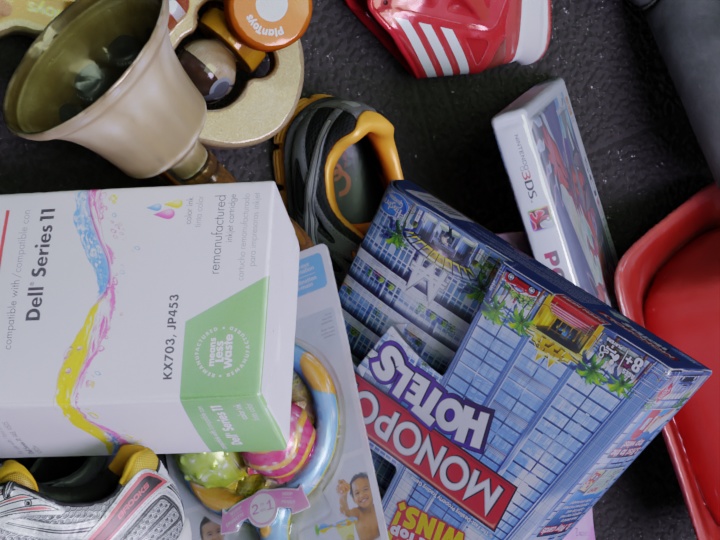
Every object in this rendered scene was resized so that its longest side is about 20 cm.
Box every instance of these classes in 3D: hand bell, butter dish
[{"bbox_3d":[-0.080,-0.048,0.977,0.200,0.104,0.105,46,69,-36],"label":"hand bell"},{"bbox_3d":[0.260,0.049,1.118,0.200,0.147,0.201,-31,104,-55],"label":"butter dish"}]

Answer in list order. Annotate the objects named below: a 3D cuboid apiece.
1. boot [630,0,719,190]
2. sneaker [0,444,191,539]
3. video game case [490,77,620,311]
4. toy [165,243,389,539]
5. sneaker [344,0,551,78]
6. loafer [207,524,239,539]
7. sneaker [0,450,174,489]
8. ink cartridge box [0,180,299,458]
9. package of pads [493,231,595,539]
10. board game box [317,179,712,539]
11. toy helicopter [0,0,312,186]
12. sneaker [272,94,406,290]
[{"bbox_3d":[0.191,-0.129,1.125,0.180,0.073,0.202,-3,70,-26],"label":"boot"},{"bbox_3d":[-0.177,0.131,0.883,0.198,0.078,0.083,-13,98,-19],"label":"sneaker"},{"bbox_3d":[0.123,-0.012,1.070,0.023,0.200,0.184,-16,97,15],"label":"video game case"},{"bbox_3d":[-0.054,0.093,0.948,0.047,0.114,0.202,27,46,-64],"label":"toy"},{"bbox_3d":[0.047,-0.198,1.066,0.115,0.078,0.202,-18,117,-21],"label":"sneaker"},{"bbox_3d":[-0.017,0.156,1.053,0.199,0.071,0.074,7,70,-41],"label":"loafer"},{"bbox_3d":[-0.165,0.157,0.958,0.099,0.070,0.201,48,60,-49],"label":"sneaker"},{"bbox_3d":[-0.134,0.026,0.927,0.198,0.067,0.118,-3,63,10],"label":"ink cartridge box"},{"bbox_3d":[0.081,0.085,1.054,0.075,0.120,0.202,-7,80,15],"label":"package of pads"},{"bbox_3d":[0.043,0.086,0.963,0.061,0.199,0.201,7,113,-59],"label":"board game box"},{"bbox_3d":[-0.128,-0.116,1.017,0.198,0.079,0.134,15,91,-14],"label":"toy helicopter"},{"bbox_3d":[0.000,0.000,1.060,0.078,0.077,0.202,-16,96,-27],"label":"sneaker"}]
